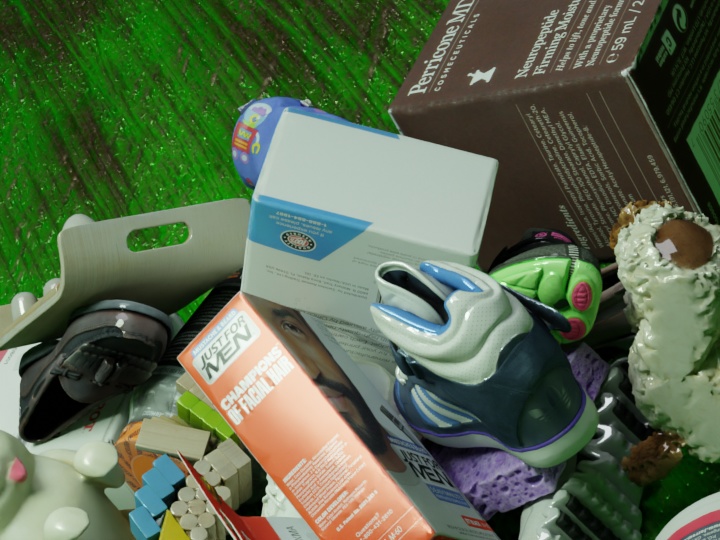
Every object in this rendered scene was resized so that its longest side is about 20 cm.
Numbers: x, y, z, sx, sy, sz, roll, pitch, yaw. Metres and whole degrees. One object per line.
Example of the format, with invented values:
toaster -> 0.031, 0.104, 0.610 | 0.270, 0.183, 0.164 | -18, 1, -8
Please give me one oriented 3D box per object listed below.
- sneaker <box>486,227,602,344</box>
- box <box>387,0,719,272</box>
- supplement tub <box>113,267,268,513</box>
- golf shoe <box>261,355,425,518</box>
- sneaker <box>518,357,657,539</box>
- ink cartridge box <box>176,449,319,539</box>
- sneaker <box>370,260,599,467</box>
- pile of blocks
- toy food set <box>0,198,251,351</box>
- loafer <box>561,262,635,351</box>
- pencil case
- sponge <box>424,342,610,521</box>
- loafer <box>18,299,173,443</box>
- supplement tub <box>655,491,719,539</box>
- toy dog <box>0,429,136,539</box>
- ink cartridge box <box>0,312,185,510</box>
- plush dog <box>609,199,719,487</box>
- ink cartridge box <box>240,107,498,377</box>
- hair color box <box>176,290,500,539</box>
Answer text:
sneaker -> 0.109, 0.006, 1.528 | 0.200, 0.077, 0.084 | 137, 154, -76
box -> 0.163, -0.117, 1.724 | 0.200, 0.164, 0.166 | -7, 40, 35
supplement tub -> -0.081, 0.080, 1.703 | 0.123, 0.123, 0.200 | 3, 45, 43
golf shoe -> -0.038, 0.143, 1.557 | 0.200, 0.092, 0.075 | -56, 19, -16
sneaker -> 0.132, 0.144, 1.494 | 0.081, 0.075, 0.200 | -22, 28, 40
ink cartridge box -> -0.012, 0.186, 1.422 | 0.047, 0.200, 0.160 | -42, 32, -1
sneaker -> 0.049, 0.038, 1.449 | 0.081, 0.146, 0.200 | -46, 25, -14
pile of blocks -> -0.110, 0.144, 1.570 | 0.082, 0.062, 0.200 | 14, 54, 9
toy food set -> -0.177, -0.001, 1.687 | 0.143, 0.060, 0.200 | -12, -10, -29
loafer -> 0.138, 0.027, 1.643 | 0.200, 0.063, 0.072 | -17, 34, 23
pencil case -> -0.023, -0.087, 1.924 | 0.200, 0.078, 0.087 | 22, 82, 51
sponge -> 0.068, 0.124, 1.539 | 0.200, 0.030, 0.112 | -32, 22, 45
loafer -> -0.187, 0.074, 1.666 | 0.200, 0.072, 0.063 | -29, 44, 58
supplement tub -> 0.214, 0.221, 1.237 | 0.140, 0.140, 0.200 | -19, 34, 21
toy dog -> -0.220, 0.175, 1.597 | 0.194, 0.200, 0.140 | -18, 39, 46
ink cartridge box -> -0.222, 0.117, 1.810 | 0.200, 0.085, 0.146 | -8, 39, 30
plush dog -> 0.225, 0.037, 1.490 | 0.160, 0.200, 0.172 | -56, 6, 32
ink cartridge box -> 0.000, 0.000, 1.573 | 0.145, 0.200, 0.084 | 14, 54, 2
hair color box -> -0.011, 0.110, 1.452 | 0.064, 0.111, 0.200 | -47, 65, 11
